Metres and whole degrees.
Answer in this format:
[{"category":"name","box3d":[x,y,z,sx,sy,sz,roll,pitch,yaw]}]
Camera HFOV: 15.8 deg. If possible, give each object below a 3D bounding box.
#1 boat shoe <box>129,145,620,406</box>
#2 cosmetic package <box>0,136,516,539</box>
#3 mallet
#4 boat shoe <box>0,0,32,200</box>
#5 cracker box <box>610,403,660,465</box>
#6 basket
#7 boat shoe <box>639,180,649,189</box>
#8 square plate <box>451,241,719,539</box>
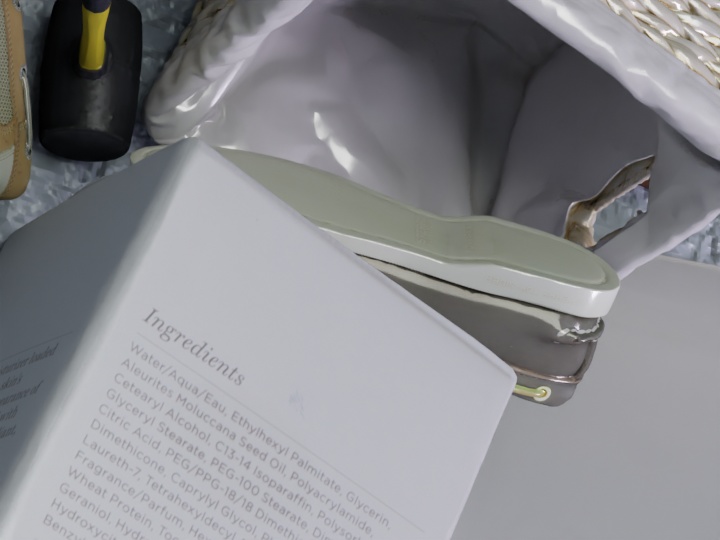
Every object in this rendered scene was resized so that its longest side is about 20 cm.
[{"category":"boat shoe","box3d":[0.000,0.001,1.030,0.200,0.072,0.061,16,112,-1]},{"category":"cosmetic package","box3d":[-0.077,0.090,0.964,0.165,0.165,0.201,36,62,-20]},{"category":"mallet","box3d":[-0.101,-0.093,0.986,0.041,0.200,0.066,5,79,-6]},{"category":"boat shoe","box3d":[-0.161,-0.124,1.035,0.076,0.071,0.201,7,79,-46]},{"category":"cracker box","box3d":[0.201,0.114,1.199,0.200,0.058,0.134,49,59,-13]},{"category":"basket","box3d":[0.050,-0.106,1.073,0.199,0.198,0.162,32,53,-20]},{"category":"boat shoe","box3d":[0.186,-0.083,1.241,0.201,0.075,0.075,2,57,-37]},{"category":"square plate","box3d":[0.116,0.083,1.103,0.028,0.199,0.199,67,40,-54]}]
